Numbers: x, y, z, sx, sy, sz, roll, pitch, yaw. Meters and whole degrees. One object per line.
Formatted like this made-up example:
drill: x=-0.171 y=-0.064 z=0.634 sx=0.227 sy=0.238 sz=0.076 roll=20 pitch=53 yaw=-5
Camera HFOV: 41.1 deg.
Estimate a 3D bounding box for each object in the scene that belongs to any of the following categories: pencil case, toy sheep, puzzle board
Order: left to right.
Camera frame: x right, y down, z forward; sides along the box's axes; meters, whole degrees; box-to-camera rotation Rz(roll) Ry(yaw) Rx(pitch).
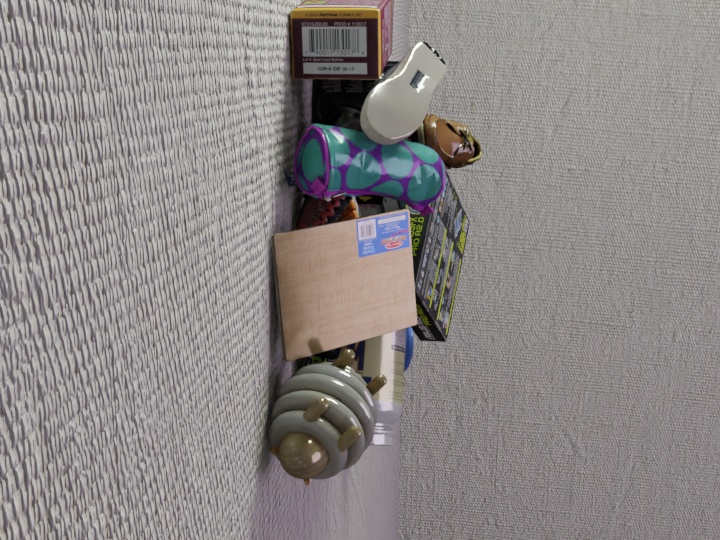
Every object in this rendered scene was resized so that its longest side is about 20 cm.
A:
toy sheep: x=-0.039 y=0.168 z=1.130 sx=0.200 sy=0.137 sz=0.138 roll=-52 pitch=147 yaw=-51
puzzle board: x=-0.017 y=0.014 z=1.159 sx=0.017 sy=0.199 sz=0.151 roll=11 pitch=-70 yaw=52
pencil case: x=0.012 y=-0.123 z=1.186 sx=0.199 sy=0.085 sz=0.093 roll=2 pitch=77 yaw=-40

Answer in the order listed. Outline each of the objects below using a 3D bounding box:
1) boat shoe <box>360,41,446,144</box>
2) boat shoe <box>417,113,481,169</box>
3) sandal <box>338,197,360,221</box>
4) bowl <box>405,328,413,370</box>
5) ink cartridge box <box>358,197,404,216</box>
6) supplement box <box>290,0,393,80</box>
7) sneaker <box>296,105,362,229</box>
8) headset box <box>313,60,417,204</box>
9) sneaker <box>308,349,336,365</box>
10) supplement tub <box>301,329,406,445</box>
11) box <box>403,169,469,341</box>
boat shoe: x=0.037 y=-0.201 z=1.196 sx=0.093 sy=0.075 sz=0.200 roll=-37 pitch=-168 yaw=45
boat shoe: x=0.130 y=-0.188 z=1.381 sx=0.200 sy=0.068 sz=0.072 roll=-5 pitch=92 yaw=-73
sandal: x=-0.035 y=-0.084 z=1.324 sx=0.059 sy=0.079 sz=0.208 roll=38 pitch=53 yaw=-79
bowl: x=0.037 y=0.103 z=1.830 sx=0.200 sy=0.039 sz=0.201 roll=169 pitch=-90 yaw=-67
ink cartridge box: x=0.052 y=-0.124 z=1.511 sx=0.147 sy=0.146 sz=0.201 roll=-90 pitch=164 yaw=-80
supplement box: x=-0.019 y=-0.306 z=1.239 sx=0.200 sy=0.110 sz=0.086 roll=-72 pitch=163 yaw=-67
sneaker: x=-0.046 y=-0.130 z=1.258 sx=0.201 sy=0.098 sz=0.071 roll=-63 pitch=-176 yaw=-10
headset box: x=0.009 y=-0.194 z=1.367 sx=0.077 sy=0.148 sz=0.201 roll=-38 pitch=130 yaw=-80
sneaker: x=-0.011 y=0.041 z=1.231 sx=0.200 sy=0.083 sz=0.072 roll=-53 pitch=160 yaw=-17
supplement tub: x=-0.011 y=0.137 z=1.323 sx=0.145 sy=0.144 sz=0.201 roll=63 pitch=30 yaw=-78
box: x=0.097 y=-0.024 z=1.333 sx=0.160 sy=0.044 sz=0.201 roll=55 pitch=43 yaw=-55
